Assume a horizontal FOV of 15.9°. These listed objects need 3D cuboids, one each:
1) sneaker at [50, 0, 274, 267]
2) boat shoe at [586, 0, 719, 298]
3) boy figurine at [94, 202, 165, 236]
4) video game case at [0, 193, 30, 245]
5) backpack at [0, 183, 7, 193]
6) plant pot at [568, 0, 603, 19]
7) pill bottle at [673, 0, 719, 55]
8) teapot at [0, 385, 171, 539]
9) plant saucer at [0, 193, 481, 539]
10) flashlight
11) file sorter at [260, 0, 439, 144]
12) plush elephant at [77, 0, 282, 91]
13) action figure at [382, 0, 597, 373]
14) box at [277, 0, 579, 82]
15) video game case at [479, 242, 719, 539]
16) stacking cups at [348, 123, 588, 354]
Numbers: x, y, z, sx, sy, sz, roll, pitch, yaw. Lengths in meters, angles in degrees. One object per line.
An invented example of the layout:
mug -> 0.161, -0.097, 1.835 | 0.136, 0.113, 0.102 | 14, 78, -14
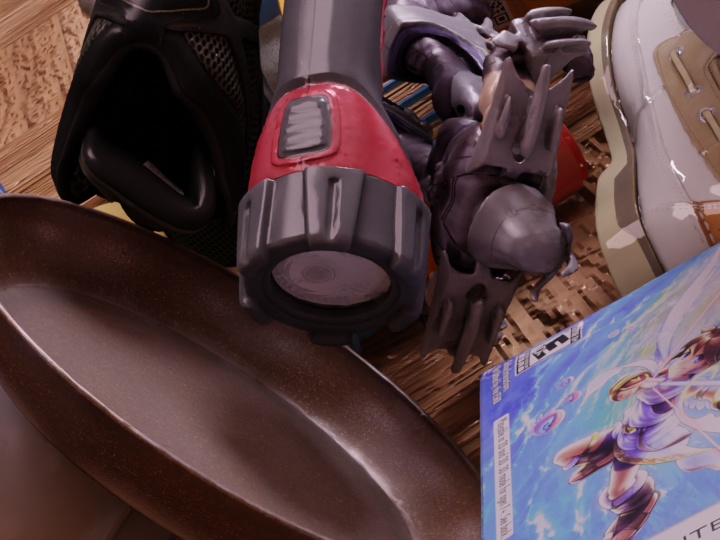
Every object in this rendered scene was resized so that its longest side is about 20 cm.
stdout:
sneaker -> -0.070, -0.041, 0.951 | 0.076, 0.200, 0.115 | 12, 59, 6
boat shoe -> 0.126, -0.047, 0.926 | 0.068, 0.075, 0.200 | -26, 30, 18
boy figurine -> -0.119, -0.001, 1.221 | 0.124, 0.065, 0.200 | -20, 14, -28
video game case -> -0.184, -0.026, 0.934 | 0.180, 0.026, 0.200 | 14, -2, 15
backpack -> -0.203, 0.054, 1.109 | 0.200, 0.151, 0.178 | -19, 24, 49
plant pot -> 0.143, -0.228, 1.208 | 0.174, 0.201, 0.200 | -14, 20, 2
pill bottle -> 0.159, -0.148, 0.879 | 0.119, 0.120, 0.200 | -24, 21, 26
teapot -> -0.132, 0.104, 0.863 | 0.200, 0.146, 0.197 | -61, -4, 5
plant saucer -> -0.044, 0.044, 0.812 | 0.032, 0.200, 0.200 | -58, 13, 14
flashlight -> -0.004, -0.074, 0.899 | 0.068, 0.068, 0.201 | -48, 30, 48
file sorter -> -0.019, -0.106, 1.226 | 0.138, 0.123, 0.200 | -31, 19, 4
plush elephant -> -0.096, -0.156, 1.428 | 0.165, 0.155, 0.200 | -44, 21, -31
action figure -> 0.040, -0.044, 0.937 | 0.130, 0.069, 0.200 | -64, 26, 16
box -> 0.057, -0.156, 1.065 | 0.199, 0.042, 0.119 | -20, 51, 8
video game case -> 0.121, 0.043, 0.736 | 0.181, 0.046, 0.200 | -28, 19, 12
stacking cups -> 0.000, 0.000, 1.026 | 0.200, 0.061, 0.061 | -34, 18, -6
